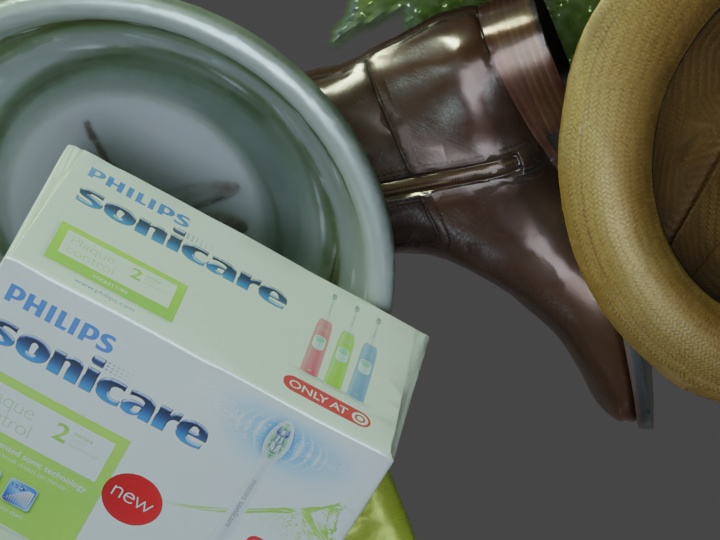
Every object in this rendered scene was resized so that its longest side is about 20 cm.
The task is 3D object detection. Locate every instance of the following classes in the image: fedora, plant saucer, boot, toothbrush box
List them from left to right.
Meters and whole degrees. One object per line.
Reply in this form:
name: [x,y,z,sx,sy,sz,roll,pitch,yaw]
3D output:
toothbrush box: [-0.088,0.081,0.926,0.145,0.086,0.200,29,120,-6]
plant saucer: [-0.083,-0.017,0.947,0.199,0.050,0.201,5,120,8]
boot: [0.000,0.000,0.999,0.199,0.064,0.187,-17,107,12]
fedora: [0.149,-0.048,0.946,0.200,0.082,0.201,0,91,-19]

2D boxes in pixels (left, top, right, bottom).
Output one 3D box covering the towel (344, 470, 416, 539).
towel: [-0.006,0.144,1.037,0.086,0.018,0.201,-23,86,5]
